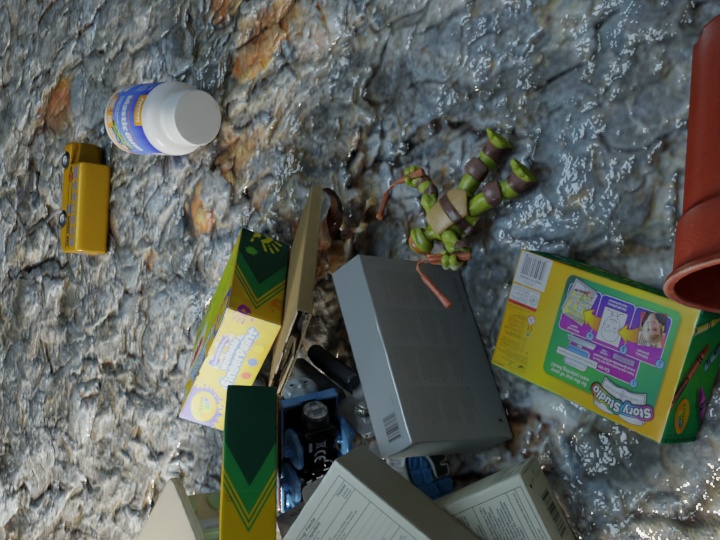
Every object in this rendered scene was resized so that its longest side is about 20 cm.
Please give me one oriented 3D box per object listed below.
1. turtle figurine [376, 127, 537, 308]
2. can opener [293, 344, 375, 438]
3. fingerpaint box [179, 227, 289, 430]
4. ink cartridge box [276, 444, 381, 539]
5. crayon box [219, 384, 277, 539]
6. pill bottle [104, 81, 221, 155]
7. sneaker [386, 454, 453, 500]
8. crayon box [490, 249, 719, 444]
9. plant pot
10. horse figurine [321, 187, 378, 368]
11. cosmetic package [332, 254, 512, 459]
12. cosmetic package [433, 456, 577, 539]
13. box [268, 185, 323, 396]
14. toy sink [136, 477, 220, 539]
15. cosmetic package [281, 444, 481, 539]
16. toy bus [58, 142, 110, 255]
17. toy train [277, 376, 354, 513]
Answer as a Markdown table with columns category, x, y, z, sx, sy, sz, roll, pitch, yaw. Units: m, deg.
| category | x | y | z | sx | sy | sz | roll | pitch | yaw |
| --- | --- | --- | --- | --- | --- | --- | --- | --- | --- |
| turtle figurine | 0.107 | -0.060 | 0.969 | 0.161 | 0.064 | 0.200 | -42 | 39 | 19 |
| can opener | -0.016 | 0.149 | 1.097 | 0.053 | 0.067 | 0.200 | -39 | 36 | -15 |
| fingerpaint box | -0.160 | 0.077 | 1.195 | 0.167 | 0.073 | 0.200 | -90 | 23 | -54 |
| ink cartridge box | -0.014 | 0.295 | 0.988 | 0.067 | 0.117 | 0.201 | -2 | 106 | 50 |
| crayon box | -0.119 | 0.246 | 0.973 | 0.200 | 0.058 | 0.173 | 100 | 170 | -51 |
| pill bottle | -0.303 | -0.234 | 1.428 | 0.200 | 0.112 | 0.113 | 9 | 92 | 49 |
| sneaker | 0.076 | 0.261 | 0.987 | 0.087 | 0.075 | 0.201 | 131 | 128 | -86 |
| crayon box | 0.221 | 0.064 | 0.842 | 0.200 | 0.058 | 0.119 | 24 | 103 | 47 |
| plant pot | 0.319 | -0.082 | 0.664 | 0.200 | 0.200 | 0.196 | -14 | 68 | 47 |
| horse figurine | 0.000 | 0.000 | 1.097 | 0.133 | 0.050 | 0.201 | -50 | 58 | 53 |
| cosmetic package | 0.063 | 0.087 | 0.948 | 0.052 | 0.150 | 0.201 | -37 | 59 | 41 |
| cosmetic package | 0.097 | 0.268 | 0.886 | 0.200 | 0.071 | 0.105 | -28 | 83 | 21 |
| box | -0.076 | 0.023 | 1.110 | 0.164 | 0.021 | 0.200 | 112 | 167 | -46 |
| toy sink | -0.222 | 0.385 | 1.265 | 0.130 | 0.112 | 0.200 | 56 | 130 | 36 |
| cosmetic package | 0.040 | 0.262 | 0.830 | 0.200 | 0.073 | 0.104 | 38 | 105 | 17 |
| toy bus | -0.495 | -0.130 | 1.666 | 0.078 | 0.065 | 0.201 | -4 | 82 | 48 |
| toy train | -0.063 | 0.213 | 1.076 | 0.114 | 0.086 | 0.201 | -125 | 29 | -47 |
